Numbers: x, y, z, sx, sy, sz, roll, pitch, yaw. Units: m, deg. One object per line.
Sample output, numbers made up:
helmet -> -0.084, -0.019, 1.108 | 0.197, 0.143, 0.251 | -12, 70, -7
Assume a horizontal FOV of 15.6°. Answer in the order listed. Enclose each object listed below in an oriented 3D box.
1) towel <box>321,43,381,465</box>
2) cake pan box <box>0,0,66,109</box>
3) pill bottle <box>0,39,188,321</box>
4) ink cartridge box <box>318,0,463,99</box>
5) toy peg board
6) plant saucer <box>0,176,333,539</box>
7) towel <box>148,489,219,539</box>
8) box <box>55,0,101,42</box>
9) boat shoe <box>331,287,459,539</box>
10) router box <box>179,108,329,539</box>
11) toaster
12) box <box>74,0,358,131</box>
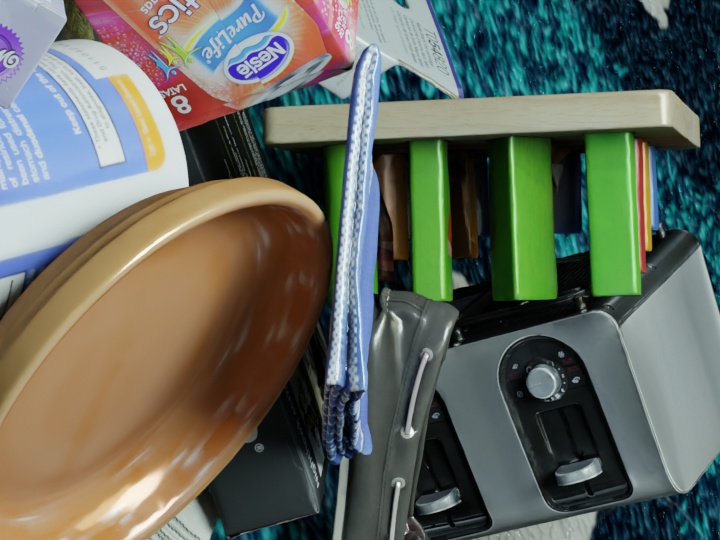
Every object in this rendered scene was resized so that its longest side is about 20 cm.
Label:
towel -> 0.000, 0.000, 1.132 | 0.200, 0.024, 0.146 | 96, -1, -78
cake pan box -> -0.206, -0.159, 1.010 | 0.199, 0.052, 0.185 | 27, 23, -26
pill bottle -> -0.173, -0.021, 1.013 | 0.199, 0.112, 0.113 | -16, 86, -43
ink cartridge box -> -0.048, -0.172, 1.344 | 0.199, 0.041, 0.200 | 31, 25, -29
toy peg board -> 0.069, -0.033, 1.338 | 0.199, 0.199, 0.099 | 4, 84, -79
plant saucer -> -0.093, 0.041, 1.042 | 0.037, 0.201, 0.200 | 40, 18, 23
towel -> -0.125, 0.131, 1.112 | 0.200, 0.034, 0.193 | 53, 31, -30
box -> -0.177, -0.119, 1.171 | 0.158, 0.048, 0.201 | 46, 35, -37
boat shoe -> 0.016, 0.107, 1.271 | 0.067, 0.057, 0.201 | -73, 166, -73
router box -> -0.065, 0.001, 1.219 | 0.149, 0.051, 0.201 | -80, 153, -69
toaster -> 0.096, 0.061, 1.408 | 0.200, 0.180, 0.119 | -36, 109, -62
box -> -0.060, -0.166, 1.130 | 0.100, 0.095, 0.201 | 57, 23, -36
